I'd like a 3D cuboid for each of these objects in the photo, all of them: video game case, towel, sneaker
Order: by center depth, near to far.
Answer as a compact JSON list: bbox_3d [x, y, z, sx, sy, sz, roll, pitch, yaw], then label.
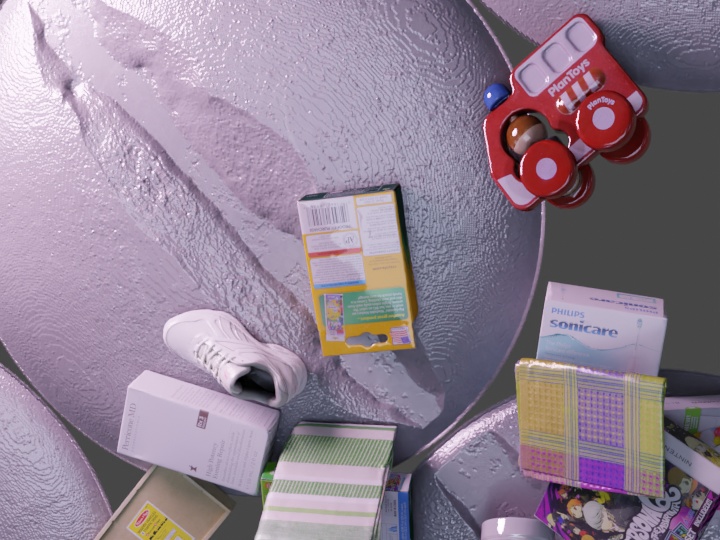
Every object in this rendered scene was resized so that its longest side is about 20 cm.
[{"bbox_3d":[0.260,0.178,1.333,0.199,0.023,0.145,3,98,42],"label":"towel"},{"bbox_3d":[0.312,0.256,1.340,0.181,0.036,0.201,36,120,30],"label":"video game case"},{"bbox_3d":[-0.037,0.269,1.461,0.151,0.201,0.024,2,130,11],"label":"towel"},{"bbox_3d":[-0.167,0.114,1.491,0.198,0.099,0.078,22,108,5],"label":"sneaker"}]

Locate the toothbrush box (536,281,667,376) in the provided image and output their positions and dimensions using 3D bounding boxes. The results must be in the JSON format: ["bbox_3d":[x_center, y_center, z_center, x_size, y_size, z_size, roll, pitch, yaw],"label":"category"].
[{"bbox_3d":[0.283,0.128,1.414,0.145,0.085,0.202,8,107,10],"label":"toothbrush box"}]

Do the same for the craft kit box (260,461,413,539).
[{"bbox_3d":[-0.027,0.352,1.537,0.195,0.049,0.202,2,118,8],"label":"craft kit box"}]

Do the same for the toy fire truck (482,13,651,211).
[{"bbox_3d":[0.229,-0.174,1.346,0.200,0.112,0.169,-40,70,17],"label":"toy fire truck"}]

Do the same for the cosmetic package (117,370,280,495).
[{"bbox_3d":[-0.214,0.214,1.542,0.198,0.074,0.103,15,107,6],"label":"cosmetic package"}]

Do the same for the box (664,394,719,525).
[{"bbox_3d":[0.416,0.228,1.394,0.198,0.041,0.157,1,106,-18],"label":"box"}]

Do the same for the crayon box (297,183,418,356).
[{"bbox_3d":[0.000,0.000,1.454,0.124,0.052,0.202,-6,103,12],"label":"crayon box"}]

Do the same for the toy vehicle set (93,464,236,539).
[{"bbox_3d":[-0.279,0.357,1.616,0.124,0.027,0.200,39,108,-1],"label":"toy vehicle set"}]

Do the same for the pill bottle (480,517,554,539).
[{"bbox_3d":[0.194,0.418,1.450,0.115,0.117,0.202,0,65,11],"label":"pill bottle"}]
